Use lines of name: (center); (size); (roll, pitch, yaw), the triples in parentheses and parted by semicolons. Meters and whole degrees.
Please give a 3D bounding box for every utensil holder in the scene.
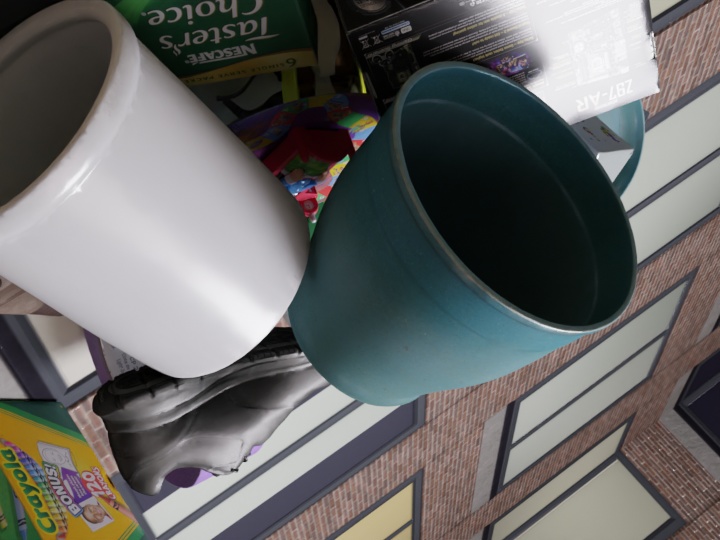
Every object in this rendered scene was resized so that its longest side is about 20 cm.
utensil holder: (-0.150, -0.043, 0.718); (0.170, 0.170, 0.200); (-43, 132, 4)

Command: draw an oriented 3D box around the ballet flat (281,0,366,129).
ballet flat: (-0.028, -0.152, 0.852); (0.067, 0.067, 0.201); (-11, 131, -5)

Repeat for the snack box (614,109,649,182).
snack box: (0.249, -0.089, 1.312); (0.169, 0.068, 0.200); (-54, 173, -50)

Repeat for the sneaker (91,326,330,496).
sneaker: (-0.091, 0.098, 0.815); (0.199, 0.076, 0.091); (-16, 105, -23)

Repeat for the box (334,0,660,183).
box: (0.100, -0.156, 0.778); (0.199, 0.044, 0.160); (-21, 141, 7)

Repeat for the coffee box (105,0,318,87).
coffee box: (-0.103, -0.192, 0.704); (0.122, 0.044, 0.200); (-8, 154, 5)

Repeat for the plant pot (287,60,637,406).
plant pot: (0.050, -0.006, 0.768); (0.200, 0.201, 0.188); (-13, 160, -44)

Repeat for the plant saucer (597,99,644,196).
plant saucer: (0.199, -0.142, 1.147); (0.200, 0.201, 0.027); (-35, -163, -12)

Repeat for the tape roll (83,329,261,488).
tape roll: (-0.157, 0.075, 0.926); (0.065, 0.200, 0.200); (-26, 150, -30)

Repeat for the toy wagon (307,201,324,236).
toy wagon: (0.000, 0.000, 1.029); (0.040, 0.155, 0.201); (144, -42, -72)

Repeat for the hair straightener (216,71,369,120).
hair straightener: (-0.029, -0.168, 0.926); (0.199, 0.041, 0.077); (-17, 131, -31)

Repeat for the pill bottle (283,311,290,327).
pill bottle: (0.011, -0.015, 1.116); (0.200, 0.114, 0.114); (-33, 153, -17)

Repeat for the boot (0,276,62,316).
boot: (-0.225, -0.050, 0.803); (0.200, 0.070, 0.146); (-54, 142, 1)

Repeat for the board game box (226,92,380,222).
board game box: (-0.048, -0.068, 0.872); (0.157, 0.039, 0.200); (-21, 163, 1)

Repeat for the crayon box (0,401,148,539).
crayon box: (-0.271, 0.205, 0.971); (0.058, 0.200, 0.119); (-48, 154, 17)

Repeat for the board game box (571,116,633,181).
board game box: (0.127, -0.115, 1.021); (0.064, 0.200, 0.148); (-12, 141, -45)
